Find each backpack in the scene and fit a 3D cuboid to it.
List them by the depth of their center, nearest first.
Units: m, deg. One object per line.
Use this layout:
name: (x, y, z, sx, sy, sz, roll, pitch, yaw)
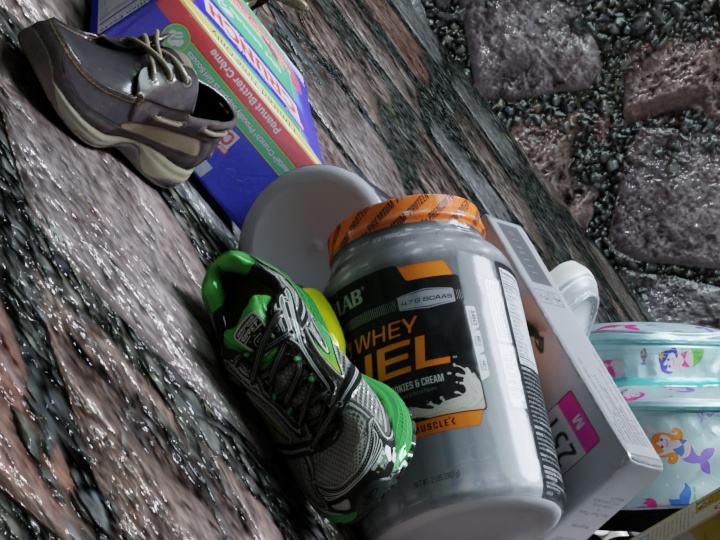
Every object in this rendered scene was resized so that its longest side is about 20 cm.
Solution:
backpack: (0.191, 0.110, 1.726, 0.177, 0.152, 0.200, 2, 1, -33)

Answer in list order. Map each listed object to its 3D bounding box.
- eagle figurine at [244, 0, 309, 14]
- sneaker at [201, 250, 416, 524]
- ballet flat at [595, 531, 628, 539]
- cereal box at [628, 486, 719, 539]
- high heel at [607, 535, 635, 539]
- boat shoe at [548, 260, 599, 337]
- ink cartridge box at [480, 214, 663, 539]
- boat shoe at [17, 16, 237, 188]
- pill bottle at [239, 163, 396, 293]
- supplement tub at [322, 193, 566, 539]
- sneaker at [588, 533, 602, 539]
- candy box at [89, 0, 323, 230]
eagle figurine: (-0.111, -0.220, 1.954, 0.200, 0.150, 0.153, -176, -91, -65)
sneaker: (-0.039, 0.065, 1.442, 0.085, 0.078, 0.200, 36, 12, -44)
ballet flat: (0.166, 0.209, 1.917, 0.072, 0.072, 0.200, 59, 10, 22)
cereal box: (0.173, 0.230, 1.495, 0.144, 0.199, 0.040, 53, 21, -14)
high heel: (0.171, 0.227, 1.628, 0.200, 0.096, 0.068, -28, 125, -49)
boat shoe: (0.113, 0.095, 1.644, 0.071, 0.202, 0.070, 30, 8, 33)
ink cartridge box: (0.075, 0.096, 1.600, 0.043, 0.174, 0.201, 16, 37, -48)
boat shoe: (-0.136, -0.114, 1.532, 0.075, 0.073, 0.200, 58, 10, 21)
pill bottle: (0.000, 0.000, 1.711, 0.107, 0.106, 0.200, 58, 9, 18)
supplement tub: (0.044, 0.065, 1.523, 0.122, 0.122, 0.201, 37, 37, -60)
sneaker: (0.154, 0.255, 1.748, 0.200, 0.076, 0.084, -107, 176, -53)
candy box: (-0.107, -0.141, 1.755, 0.169, 0.077, 0.200, 51, 12, -22)
